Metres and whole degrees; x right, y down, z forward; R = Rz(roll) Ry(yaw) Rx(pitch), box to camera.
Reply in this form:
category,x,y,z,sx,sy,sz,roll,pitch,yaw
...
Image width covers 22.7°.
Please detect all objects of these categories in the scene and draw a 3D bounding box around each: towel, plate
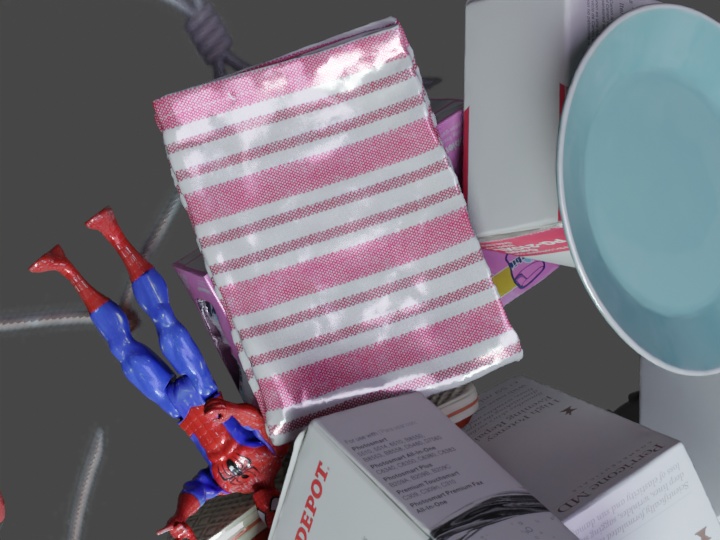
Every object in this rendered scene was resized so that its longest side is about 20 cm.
category,x,y,z,sx,sy,sz,roll,pitch,yaw
towel,-0.012,-0.021,0.955,0.146,0.030,0.200,-20,86,-5
plate,0.168,-0.043,0.963,0.200,0.026,0.201,5,82,-40

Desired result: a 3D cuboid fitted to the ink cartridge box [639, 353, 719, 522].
category,x,y,z,sx,sy,sz,roll,pitch,yaw
ink cartridge box,0.286,0.120,1.077,0.200,0.146,0.147,30,49,-30

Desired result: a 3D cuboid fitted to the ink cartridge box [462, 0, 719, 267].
category,x,y,z,sx,sy,sz,roll,pitch,yaw
ink cartridge box,0.157,-0.074,1.031,0.200,0.084,0.145,10,76,-39

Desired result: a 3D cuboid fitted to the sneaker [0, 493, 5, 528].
category,x,y,z,sx,sy,sz,roll,pitch,yaw
sneaker,-0.280,0.090,0.926,0.200,0.071,0.098,6,95,-25

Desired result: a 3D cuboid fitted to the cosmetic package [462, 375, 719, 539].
category,x,y,z,sx,sy,sz,roll,pitch,yaw
cosmetic package,0.107,0.128,1.017,0.102,0.200,0.074,-31,106,-16

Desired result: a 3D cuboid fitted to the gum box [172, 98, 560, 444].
category,x,y,z,sx,sy,sz,roll,pitch,yaw
gum box,0.000,0.000,1.029,0.200,0.066,0.114,-33,107,-15

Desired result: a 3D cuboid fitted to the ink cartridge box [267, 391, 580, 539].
category,x,y,z,sx,sy,sz,roll,pitch,yaw
ink cartridge box,0.044,0.179,0.904,0.084,0.200,0.146,-12,132,-39

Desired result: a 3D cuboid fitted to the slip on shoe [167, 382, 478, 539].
category,x,y,z,sx,sy,sz,roll,pitch,yaw
slip on shoe,-0.016,0.125,1.039,0.200,0.074,0.061,-34,113,-9

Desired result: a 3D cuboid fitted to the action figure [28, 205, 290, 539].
category,x,y,z,sx,sy,sz,roll,pitch,yaw
action figure,-0.103,0.067,0.954,0.065,0.099,0.200,-36,96,15

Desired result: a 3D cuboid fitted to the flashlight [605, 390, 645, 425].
category,x,y,z,sx,sy,sz,roll,pitch,yaw
flashlight,0.223,0.165,1.146,0.068,0.068,0.200,-38,105,-3
